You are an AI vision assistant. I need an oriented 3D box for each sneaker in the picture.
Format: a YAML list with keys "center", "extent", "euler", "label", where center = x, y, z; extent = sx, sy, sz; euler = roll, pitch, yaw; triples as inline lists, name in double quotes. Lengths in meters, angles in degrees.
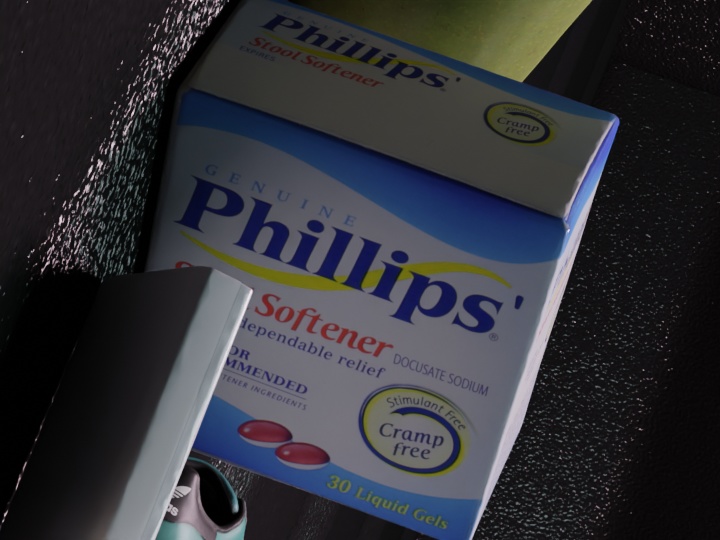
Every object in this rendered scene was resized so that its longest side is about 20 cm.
- center: [-0.088, 0.144, 1.258]
  extent: [0.200, 0.071, 0.080]
  euler: [60, 55, -79]
  label: "sneaker"

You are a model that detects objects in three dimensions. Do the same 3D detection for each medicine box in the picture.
- center: [0.000, 0.000, 1.088]
  extent: [0.103, 0.182, 0.200]
  euler: [-61, 168, -51]
  label: "medicine box"

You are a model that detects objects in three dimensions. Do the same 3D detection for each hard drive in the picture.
- center: [-0.110, 0.097, 0.934]
  extent: [0.132, 0.027, 0.200]
  euler: [-5, -118, 66]
  label: "hard drive"

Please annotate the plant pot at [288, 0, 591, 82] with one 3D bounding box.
- center: [0.054, -0.178, 1.124]
  extent: [0.190, 0.200, 0.200]
  euler: [-59, -179, 39]
  label: "plant pot"
